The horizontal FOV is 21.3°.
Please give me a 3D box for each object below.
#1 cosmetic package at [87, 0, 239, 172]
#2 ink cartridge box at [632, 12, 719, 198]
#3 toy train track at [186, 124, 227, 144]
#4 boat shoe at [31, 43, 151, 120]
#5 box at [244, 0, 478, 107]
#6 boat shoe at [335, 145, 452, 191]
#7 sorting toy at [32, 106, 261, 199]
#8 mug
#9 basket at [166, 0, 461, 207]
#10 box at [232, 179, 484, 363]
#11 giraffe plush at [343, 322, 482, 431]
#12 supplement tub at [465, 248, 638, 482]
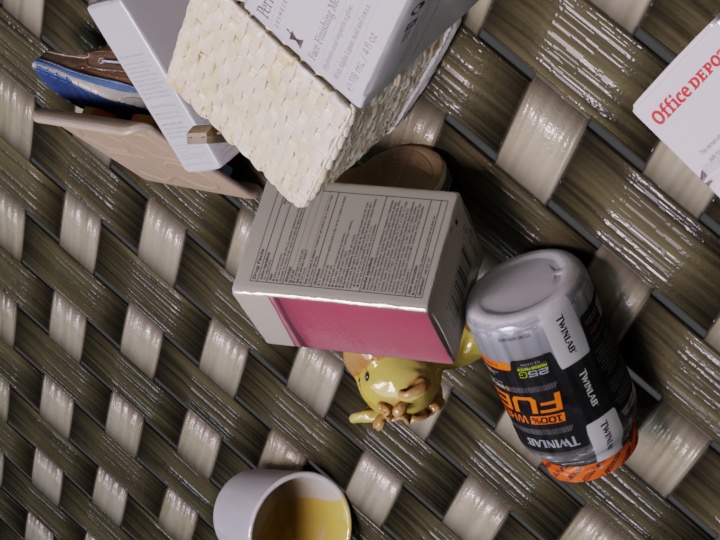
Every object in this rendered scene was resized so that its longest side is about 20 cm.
[{"bbox_3d":[-0.174,-0.209,1.916,0.074,0.102,0.201,-3,123,53],"label":"cosmetic package"},{"bbox_3d":[0.322,-0.105,1.424,0.200,0.084,0.146,45,149,3],"label":"ink cartridge box"},{"bbox_3d":[-0.099,-0.141,1.835,0.114,0.199,0.033,1,97,31],"label":"toy train track"},{"bbox_3d":[-0.259,-0.206,2.048,0.198,0.073,0.072,20,162,22],"label":"boat shoe"},{"bbox_3d":[0.035,-0.270,1.479,0.131,0.200,0.199,41,150,8],"label":"box"},{"bbox_3d":[0.022,-0.068,1.870,0.199,0.073,0.065,-16,138,44],"label":"boat shoe"},{"bbox_3d":[-0.227,-0.132,2.054,0.184,0.037,0.199,12,169,45],"label":"sorting toy"},{"bbox_3d":[-0.105,0.333,2.426,0.153,0.149,0.188,8,127,57],"label":"mug"},{"bbox_3d":[-0.050,-0.200,1.711,0.198,0.161,0.200,42,151,6],"label":"basket"},{"bbox_3d":[0.000,0.000,1.790,0.198,0.129,0.109,6,152,22],"label":"box"},{"bbox_3d":[0.048,0.078,1.905,0.199,0.162,0.173,35,148,19],"label":"giraffe plush"},{"bbox_3d":[0.185,0.092,1.790,0.122,0.122,0.201,7,132,47],"label":"supplement tub"}]
